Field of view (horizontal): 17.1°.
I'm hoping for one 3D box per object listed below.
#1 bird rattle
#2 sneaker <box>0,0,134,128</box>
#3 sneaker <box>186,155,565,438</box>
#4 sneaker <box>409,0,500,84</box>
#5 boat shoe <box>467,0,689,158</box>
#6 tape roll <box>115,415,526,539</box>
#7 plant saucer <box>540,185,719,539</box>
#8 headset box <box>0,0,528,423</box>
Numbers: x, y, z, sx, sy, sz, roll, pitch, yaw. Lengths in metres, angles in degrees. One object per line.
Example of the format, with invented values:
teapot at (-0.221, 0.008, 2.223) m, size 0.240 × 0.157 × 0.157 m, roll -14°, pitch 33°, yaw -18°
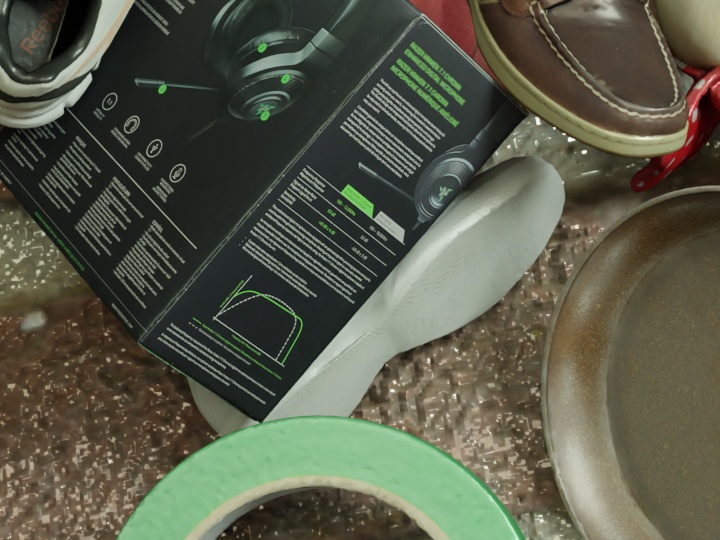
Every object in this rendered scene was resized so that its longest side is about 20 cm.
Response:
bird rattle at (0.163, -0.141, 1.093) m, size 0.112 × 0.163 × 0.200 m, roll 14°, pitch 63°, yaw 34°
sneaker at (-0.111, -0.155, 1.057) m, size 0.074 × 0.080 × 0.200 m, roll 25°, pitch 85°, yaw -9°
sneaker at (0.000, 0.000, 1.116) m, size 0.200 × 0.075 × 0.089 m, roll -38°, pitch 56°, yaw -3°
sneaker at (0.029, -0.161, 1.161) m, size 0.087 × 0.074 × 0.201 m, roll -20°, pitch 72°, yaw 7°
boat shoe at (0.087, -0.133, 1.040) m, size 0.072 × 0.072 × 0.200 m, roll -6°, pitch 48°, yaw -25°
tape roll at (-0.016, 0.164, 1.041) m, size 0.200 × 0.048 × 0.201 m, roll -1°, pitch 84°, yaw 7°
plant saucer at (0.165, 0.062, 1.028) m, size 0.200 × 0.032 × 0.201 m, roll 7°, pitch 101°, yaw 40°
headset box at (-0.048, -0.067, 1.084) m, size 0.200 × 0.093 × 0.174 m, roll -50°, pitch 45°, yaw 3°
